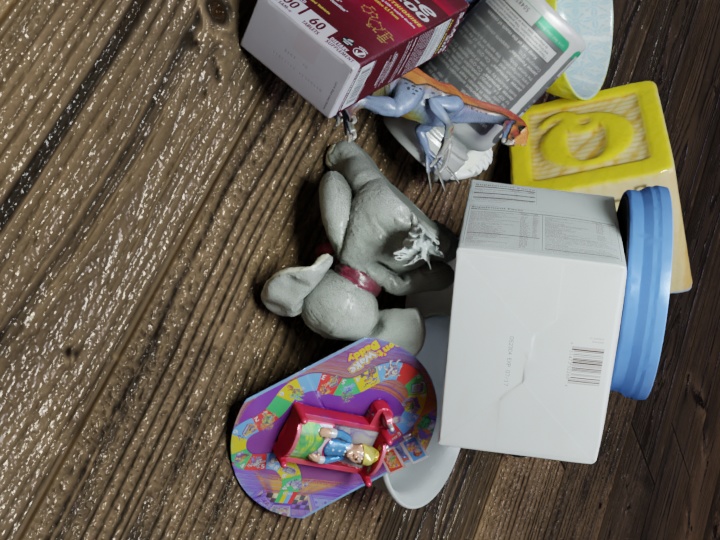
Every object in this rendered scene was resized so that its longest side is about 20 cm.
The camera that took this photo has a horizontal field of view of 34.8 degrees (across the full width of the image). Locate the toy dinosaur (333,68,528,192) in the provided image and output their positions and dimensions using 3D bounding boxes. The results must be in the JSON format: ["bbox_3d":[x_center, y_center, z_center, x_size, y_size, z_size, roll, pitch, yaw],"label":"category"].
[{"bbox_3d":[0.068,-0.160,1.087,0.181,0.105,0.201,-12,107,-12],"label":"toy dinosaur"}]

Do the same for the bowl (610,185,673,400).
[{"bbox_3d":[0.255,0.019,1.074,0.201,0.039,0.202,6,90,-84],"label":"bowl"}]

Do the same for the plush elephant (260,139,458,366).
[{"bbox_3d":[0.000,0.000,1.065,0.165,0.155,0.200,40,10,-16],"label":"plush elephant"}]

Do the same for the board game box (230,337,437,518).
[{"bbox_3d":[-0.017,0.154,1.038,0.199,0.039,0.158,-27,124,-6],"label":"board game box"}]

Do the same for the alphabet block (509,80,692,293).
[{"bbox_3d":[0.302,-0.092,1.461,0.196,0.195,0.200,-87,161,-47],"label":"alphabet block"}]

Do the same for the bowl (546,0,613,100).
[{"bbox_3d":[0.232,-0.310,1.429,0.200,0.107,0.201,-9,100,-58],"label":"bowl"}]

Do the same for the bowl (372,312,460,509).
[{"bbox_3d":[0.033,0.139,1.194,0.201,0.090,0.202,-18,111,-58],"label":"bowl"}]

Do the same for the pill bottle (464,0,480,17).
[{"bbox_3d":[0.094,-0.323,1.189,0.200,0.111,0.112,1,95,-60],"label":"pill bottle"}]

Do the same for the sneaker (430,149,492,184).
[{"bbox_3d":[0.118,-0.165,1.312,0.200,0.075,0.081,-57,133,-49],"label":"sneaker"}]

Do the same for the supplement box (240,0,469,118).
[{"bbox_3d":[-0.001,-0.221,1.027,0.200,0.109,0.061,-39,165,-46],"label":"supplement box"}]

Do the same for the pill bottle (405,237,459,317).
[{"bbox_3d":[0.132,0.015,1.319,0.200,0.112,0.113,-29,120,-54],"label":"pill bottle"}]

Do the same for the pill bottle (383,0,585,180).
[{"bbox_3d":[0.124,-0.196,1.178,0.200,0.113,0.113,-46,152,14],"label":"pill bottle"}]

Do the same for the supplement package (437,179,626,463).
[{"bbox_3d":[0.158,0.040,1.071,0.200,0.146,0.192,-68,163,-67],"label":"supplement package"}]

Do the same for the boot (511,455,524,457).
[{"bbox_3d":[0.206,0.144,1.527,0.097,0.074,0.201,-66,155,-49],"label":"boot"}]
